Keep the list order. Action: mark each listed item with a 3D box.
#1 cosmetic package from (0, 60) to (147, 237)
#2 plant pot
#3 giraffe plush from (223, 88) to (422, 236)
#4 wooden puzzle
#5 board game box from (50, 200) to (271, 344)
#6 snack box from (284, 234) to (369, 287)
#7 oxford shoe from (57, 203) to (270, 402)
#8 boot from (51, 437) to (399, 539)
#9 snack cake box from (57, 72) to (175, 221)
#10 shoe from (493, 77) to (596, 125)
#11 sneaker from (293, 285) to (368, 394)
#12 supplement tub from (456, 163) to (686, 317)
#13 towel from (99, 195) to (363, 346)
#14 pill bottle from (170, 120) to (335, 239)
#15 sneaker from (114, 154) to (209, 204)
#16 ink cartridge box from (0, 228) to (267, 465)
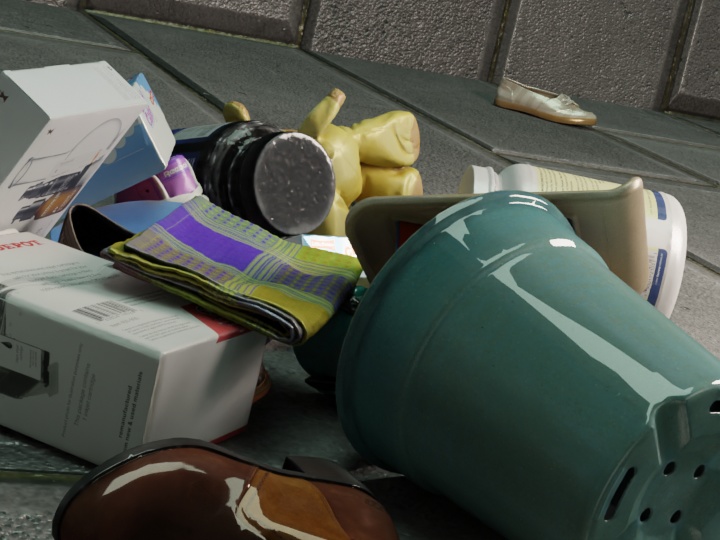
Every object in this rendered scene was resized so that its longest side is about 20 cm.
[{"bbox_3d":[-0.250,-0.053,1.139,0.052,0.200,0.151,44,19,8],"label":"cosmetic package"},{"bbox_3d":[0.121,0.085,0.976,0.199,0.201,0.196,1,26,-41],"label":"plant pot"},{"bbox_3d":[-0.058,-0.088,1.572,0.162,0.174,0.200,9,-10,40],"label":"giraffe plush"},{"bbox_3d":[0.102,-0.002,1.151,0.199,0.047,0.185,-6,-24,10],"label":"wooden puzzle"},{"bbox_3d":[-0.148,0.024,1.219,0.157,0.039,0.201,-2,40,-12],"label":"board game box"},{"bbox_3d":[0.000,0.000,1.400,0.199,0.037,0.116,2,-11,-37],"label":"snack box"},{"bbox_3d":[-0.141,0.024,1.126,0.199,0.073,0.071,32,45,26],"label":"oxford shoe"},{"bbox_3d":[-0.035,0.164,0.798,0.187,0.069,0.200,13,18,-36],"label":"boot"},{"bbox_3d":[-0.250,-0.077,1.296,0.199,0.067,0.115,-25,13,4],"label":"snack cake box"},{"bbox_3d":[0.347,-0.313,3.071,0.199,0.054,0.070,16,14,15],"label":"shoe"},{"bbox_3d":[0.002,0.062,1.138,0.120,0.084,0.200,23,8,19],"label":"sneaker"},{"bbox_3d":[0.185,-0.018,1.514,0.199,0.146,0.145,11,13,-5],"label":"supplement tub"},{"bbox_3d":[-0.078,-0.005,1.103,0.143,0.023,0.200,22,16,8],"label":"towel"},{"bbox_3d":[-0.114,-0.071,1.413,0.111,0.113,0.199,2,-1,-38],"label":"pill bottle"},{"bbox_3d":[-0.128,-0.028,1.307,0.200,0.115,0.073,18,33,34],"label":"sneaker"},{"bbox_3d":[-0.180,0.047,1.038,0.199,0.083,0.147,19,14,21],"label":"ink cartridge box"}]
